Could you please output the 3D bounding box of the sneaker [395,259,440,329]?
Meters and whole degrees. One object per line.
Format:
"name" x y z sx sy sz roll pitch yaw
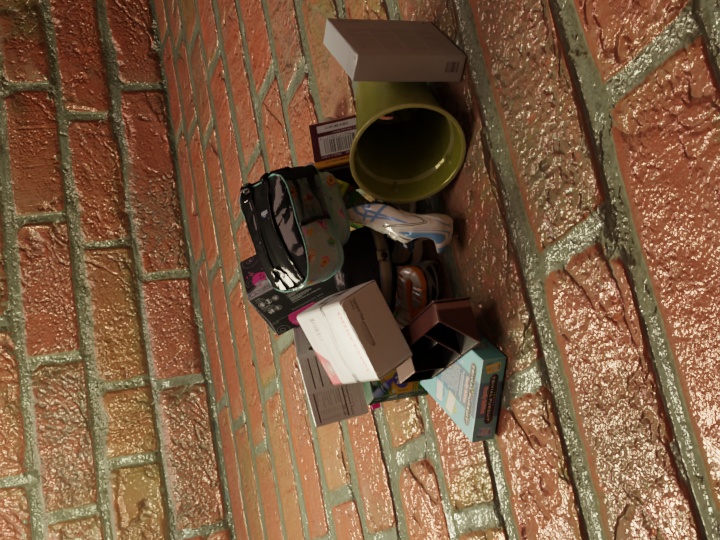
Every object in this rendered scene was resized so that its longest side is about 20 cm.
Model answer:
"sneaker" 0.111 0.069 1.668 0.078 0.077 0.202 29 135 29

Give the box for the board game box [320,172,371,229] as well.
"board game box" -0.032 -0.127 1.756 0.101 0.200 0.048 24 86 28

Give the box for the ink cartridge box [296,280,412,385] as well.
"ink cartridge box" -0.013 0.111 1.590 0.147 0.083 0.199 62 153 -4

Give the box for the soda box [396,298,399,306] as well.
"soda box" 0.029 0.021 1.857 0.064 0.067 0.203 126 136 -70

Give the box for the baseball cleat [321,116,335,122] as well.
"baseball cleat" -0.065 -0.241 2.068 0.106 0.068 0.204 -137 49 -78

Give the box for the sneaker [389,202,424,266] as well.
"sneaker" 0.065 -0.105 1.733 0.074 0.078 0.203 138 125 -65

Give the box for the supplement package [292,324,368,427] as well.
"supplement package" -0.063 0.185 1.830 0.200 0.109 0.158 -113 9 -70

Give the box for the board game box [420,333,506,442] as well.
"board game box" 0.171 0.172 1.571 0.200 0.046 0.153 -135 45 -58

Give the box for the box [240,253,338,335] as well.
"box" -0.119 0.011 1.825 0.133 0.198 0.116 55 -170 -45

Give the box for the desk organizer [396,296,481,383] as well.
"desk organizer" 0.121 0.119 1.532 0.200 0.071 0.078 130 130 -59

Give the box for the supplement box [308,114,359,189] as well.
"supplement box" -0.020 -0.220 1.766 0.200 0.109 0.087 42 -142 -76

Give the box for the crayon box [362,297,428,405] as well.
"crayon box" 0.053 0.143 1.751 0.052 0.124 0.203 120 139 -62

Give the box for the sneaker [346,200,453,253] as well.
"sneaker" 0.062 -0.076 1.586 0.072 0.197 0.074 15 -92 -70

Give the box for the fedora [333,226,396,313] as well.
"fedora" 0.000 0.000 1.683 0.200 0.090 0.204 173 90 -78

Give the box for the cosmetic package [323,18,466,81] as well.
"cosmetic package" 0.055 -0.368 1.535 0.152 0.197 0.052 -119 33 -46

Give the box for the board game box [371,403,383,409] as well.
"board game box" -0.005 0.163 1.938 0.200 0.025 0.203 -123 19 -63

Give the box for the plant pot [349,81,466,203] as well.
"plant pot" 0.065 -0.253 1.583 0.186 0.197 0.202 -102 21 -45

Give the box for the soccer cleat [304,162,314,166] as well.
"soccer cleat" -0.100 -0.115 1.827 0.068 0.073 0.202 26 141 33

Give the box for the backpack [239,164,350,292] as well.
"backpack" -0.108 -0.069 1.608 0.175 0.152 0.203 -17 84 51
